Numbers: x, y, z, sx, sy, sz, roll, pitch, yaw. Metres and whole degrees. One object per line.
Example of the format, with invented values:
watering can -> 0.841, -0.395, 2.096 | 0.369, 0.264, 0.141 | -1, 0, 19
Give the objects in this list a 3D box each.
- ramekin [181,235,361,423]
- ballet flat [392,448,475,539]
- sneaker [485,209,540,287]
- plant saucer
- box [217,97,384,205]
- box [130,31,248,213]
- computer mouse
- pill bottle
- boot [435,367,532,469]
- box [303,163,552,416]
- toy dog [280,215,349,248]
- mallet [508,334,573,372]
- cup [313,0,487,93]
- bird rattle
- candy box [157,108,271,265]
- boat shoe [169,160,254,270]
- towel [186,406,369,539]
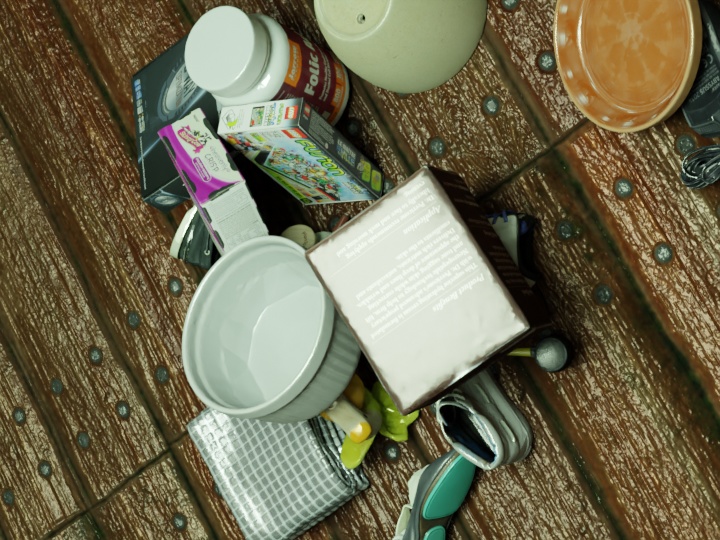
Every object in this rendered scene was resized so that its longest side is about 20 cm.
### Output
ramekin -> -0.090, 0.073, 1.638 | 0.198, 0.105, 0.203 | -15, 64, 31
ballet flat -> 0.077, 0.279, 1.736 | 0.072, 0.073, 0.202 | 25, 114, 25
sneaker -> 0.135, -0.041, 1.683 | 0.115, 0.080, 0.200 | -45, 76, 17
plant saucer -> 0.283, -0.248, 1.570 | 0.199, 0.032, 0.203 | 18, 113, 50
box -> -0.066, -0.134, 1.716 | 0.109, 0.200, 0.035 | -3, 67, 29
box -> -0.207, -0.193, 1.831 | 0.159, 0.043, 0.202 | -30, 53, 28
computer mouse -> 0.362, -0.197, 1.545 | 0.138, 0.052, 0.202 | -34, 71, 53
pill bottle -> -0.107, -0.229, 1.720 | 0.113, 0.199, 0.116 | -6, 78, 29
boot -> 0.111, 0.139, 1.691 | 0.200, 0.095, 0.074 | 48, 113, 18
box -> 0.074, 0.019, 1.571 | 0.165, 0.164, 0.201 | -34, 82, 13
toy dog -> 0.000, 0.000, 1.747 | 0.199, 0.132, 0.097 | 36, 78, 15
mallet -> 0.144, 0.090, 1.676 | 0.197, 0.066, 0.042 | 1, 89, 23
cup -> 0.025, -0.304, 1.683 | 0.198, 0.143, 0.203 | 3, 95, 29
bird rattle -> -0.022, 0.129, 1.732 | 0.112, 0.163, 0.201 | -32, 91, 8
candy box -> -0.153, -0.069, 1.714 | 0.061, 0.201, 0.137 | -29, 52, -6
boat shoe -> -0.164, -0.090, 1.846 | 0.066, 0.074, 0.201 | 31, 97, 9
towel -> -0.106, 0.222, 1.826 | 0.165, 0.085, 0.201 | -38, 75, 25
